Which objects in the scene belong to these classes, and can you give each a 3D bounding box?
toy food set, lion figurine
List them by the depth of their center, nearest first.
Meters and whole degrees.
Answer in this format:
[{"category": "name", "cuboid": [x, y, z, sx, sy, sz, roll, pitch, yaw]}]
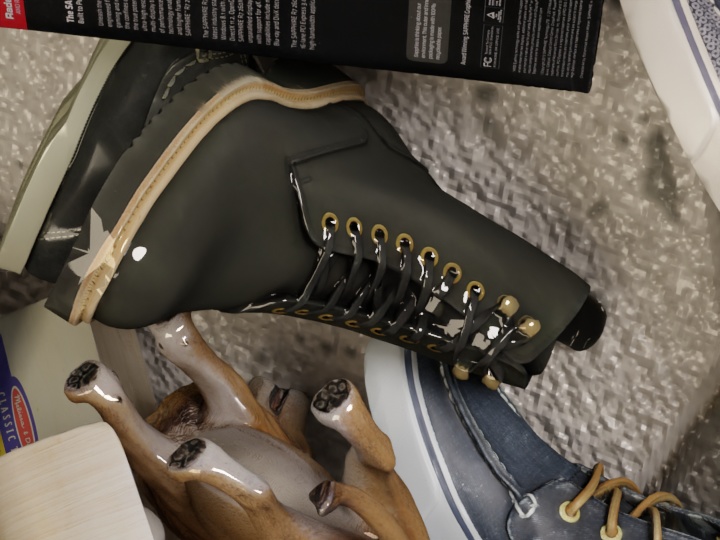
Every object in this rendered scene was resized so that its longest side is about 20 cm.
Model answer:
[{"category": "lion figurine", "cuboid": [-0.026, 0.076, 0.830, 0.123, 0.072, 0.200, 54, 172, -30]}, {"category": "toy food set", "cuboid": [-0.099, 0.143, 0.859, 0.144, 0.060, 0.200, 70, 157, 10]}]

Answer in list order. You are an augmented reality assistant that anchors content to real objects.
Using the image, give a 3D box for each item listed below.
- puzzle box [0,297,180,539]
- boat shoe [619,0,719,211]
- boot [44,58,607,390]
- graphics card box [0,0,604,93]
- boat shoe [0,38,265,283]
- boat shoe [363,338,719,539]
[{"category": "puzzle box", "cuboid": [-0.118, 0.115, 0.958, 0.133, 0.025, 0.201, -20, 82, 40]}, {"category": "boat shoe", "cuboid": [0.162, -0.027, 0.745, 0.093, 0.075, 0.200, -31, 91, 18]}, {"category": "boot", "cuboid": [0.000, 0.000, 0.771, 0.138, 0.200, 0.078, 37, 118, 8]}, {"category": "graphics card box", "cuboid": [-0.020, -0.123, 0.742, 0.199, 0.051, 0.126, 7, 137, 5]}, {"category": "boat shoe", "cuboid": [-0.062, -0.071, 0.865, 0.067, 0.072, 0.200, 26, 120, -8]}, {"category": "boat shoe", "cuboid": [0.084, 0.093, 0.844, 0.091, 0.071, 0.201, -29, 93, 23]}]
